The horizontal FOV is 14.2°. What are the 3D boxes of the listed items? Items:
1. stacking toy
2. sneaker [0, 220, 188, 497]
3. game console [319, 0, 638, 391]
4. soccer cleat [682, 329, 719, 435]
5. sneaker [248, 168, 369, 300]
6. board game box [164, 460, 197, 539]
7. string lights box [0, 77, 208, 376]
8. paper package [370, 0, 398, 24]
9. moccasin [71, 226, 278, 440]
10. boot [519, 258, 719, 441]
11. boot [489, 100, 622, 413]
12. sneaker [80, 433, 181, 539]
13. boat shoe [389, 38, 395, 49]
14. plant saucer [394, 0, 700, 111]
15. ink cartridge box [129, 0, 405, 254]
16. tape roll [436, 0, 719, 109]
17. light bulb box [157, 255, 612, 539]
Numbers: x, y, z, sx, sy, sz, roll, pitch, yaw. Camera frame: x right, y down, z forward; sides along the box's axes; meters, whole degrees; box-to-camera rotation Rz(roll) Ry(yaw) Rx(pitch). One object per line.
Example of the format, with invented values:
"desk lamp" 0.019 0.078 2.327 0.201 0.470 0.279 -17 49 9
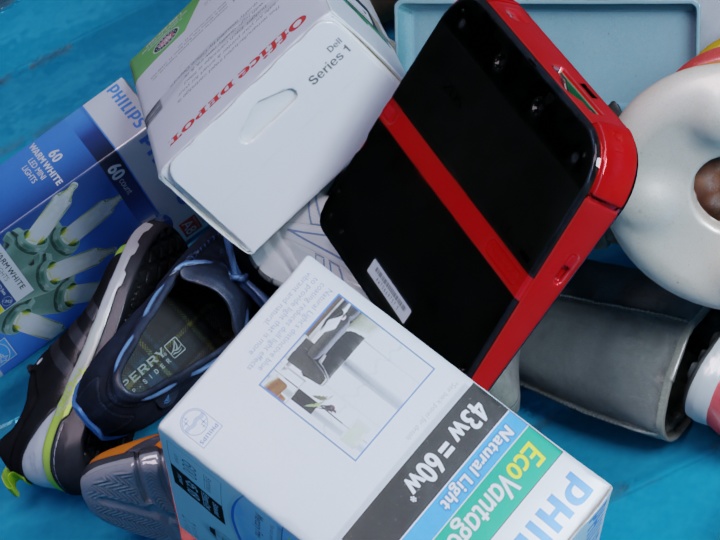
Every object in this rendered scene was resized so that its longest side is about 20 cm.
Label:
"stacking toy" 0.221 -0.083 1.612 0.146 0.147 0.200 -8 27 21
"sneaker" -0.173 0.050 1.808 0.083 0.072 0.200 2 54 31
"game console" 0.062 -0.043 1.584 0.177 0.031 0.200 -58 37 19
"soccer cleat" 0.262 0.020 1.626 0.073 0.068 0.200 33 70 21
"sneaker" 0.000 0.000 1.688 0.087 0.074 0.200 -60 39 14
"board game box" -0.003 0.133 1.634 0.199 0.019 0.103 -15 72 0
"string lights box" -0.202 -0.021 1.861 0.200 0.103 0.059 -36 45 -4
"paper package" -0.024 -0.286 1.930 0.103 0.191 0.200 -22 47 6
"moccasin" -0.091 0.030 1.762 0.200 0.080 0.068 -53 8 -32
"boot" 0.126 0.001 1.696 0.199 0.073 0.182 7 72 39
"boot" 0.108 -0.011 1.635 0.130 0.068 0.201 -12 52 9
"sneaker" -0.067 0.094 1.726 0.199 0.078 0.112 -8 45 8
"boat shoe" 0.009 -0.056 1.828 0.062 0.073 0.201 -51 36 46
"plant saucer" 0.113 -0.127 1.737 0.199 0.019 0.070 3 97 26
"ink cartridge box" -0.057 -0.117 1.776 0.146 0.084 0.200 -43 25 11
"tape roll" 0.146 -0.181 1.759 0.200 0.201 0.066 1 10 28
"light bulb box" 0.013 0.125 1.518 0.200 0.198 0.125 37 75 13
